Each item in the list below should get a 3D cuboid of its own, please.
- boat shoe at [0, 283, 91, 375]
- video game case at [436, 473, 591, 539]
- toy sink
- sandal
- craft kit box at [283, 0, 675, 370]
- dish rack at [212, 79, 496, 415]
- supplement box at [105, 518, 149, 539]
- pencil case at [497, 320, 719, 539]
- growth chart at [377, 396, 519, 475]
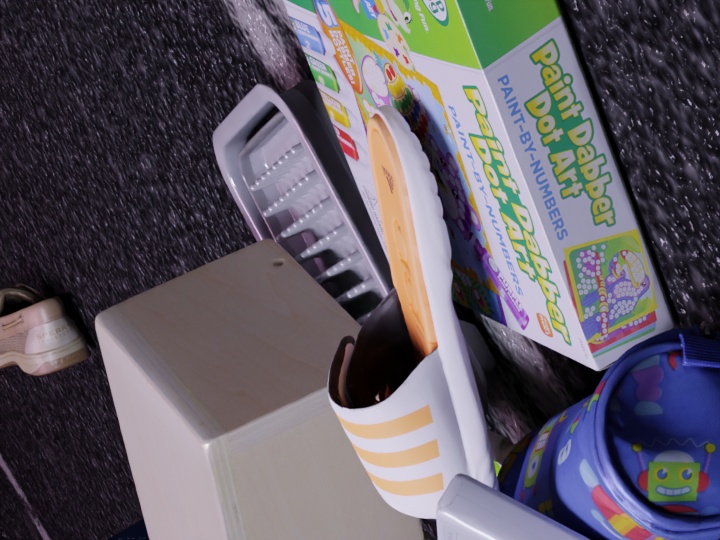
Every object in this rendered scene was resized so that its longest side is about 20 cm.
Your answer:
[{"bbox_3d":[-0.278,0.041,2.220,0.200,0.071,0.065,5,116,62],"label":"boat shoe"},{"bbox_3d":[0.122,0.164,1.077,0.200,0.023,0.182,27,159,14],"label":"video game case"},{"bbox_3d":[-0.041,0.108,1.356,0.130,0.112,0.201,44,151,49],"label":"toy sink"},{"bbox_3d":[0.012,0.033,1.119,0.079,0.059,0.207,-124,20,-69],"label":"sandal"},{"bbox_3d":[0.035,-0.073,1.101,0.197,0.048,0.201,21,138,62],"label":"craft kit box"},{"bbox_3d":[0.000,0.000,1.327,0.200,0.043,0.172,61,165,1],"label":"dish rack"},{"bbox_3d":[-0.038,0.257,1.701,0.200,0.134,0.200,39,152,54],"label":"supplement box"},{"bbox_3d":[0.108,0.078,1.060,0.078,0.087,0.200,18,163,-4],"label":"pencil case"},{"bbox_3d":[0.087,0.136,1.245,0.200,0.018,0.145,54,160,-19],"label":"growth chart"}]
